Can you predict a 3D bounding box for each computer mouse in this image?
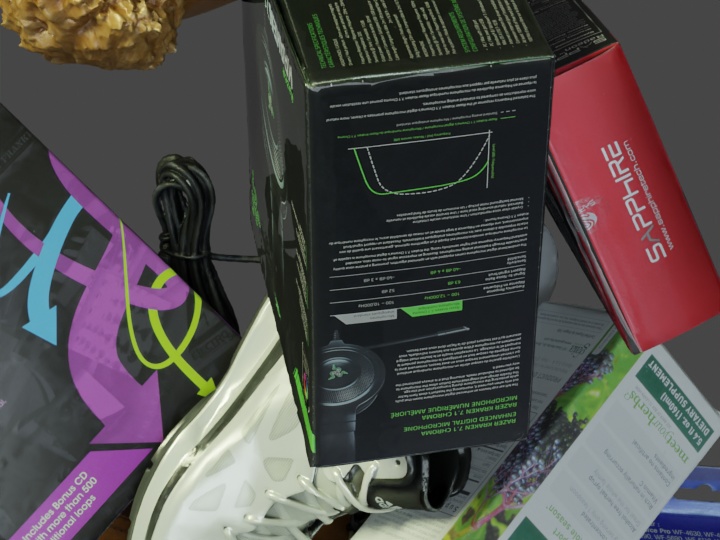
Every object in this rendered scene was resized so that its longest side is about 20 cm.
[{"bbox_3d":[0.000,0.000,1.005,0.199,0.044,0.110,0,108,-7],"label":"computer mouse"}]

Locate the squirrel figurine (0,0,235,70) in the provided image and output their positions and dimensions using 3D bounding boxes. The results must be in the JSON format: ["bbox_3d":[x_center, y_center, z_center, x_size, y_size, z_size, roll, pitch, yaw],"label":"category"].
[{"bbox_3d":[-0.105,-0.189,0.841,0.141,0.200,0.187,5,121,-1],"label":"squirrel figurine"}]

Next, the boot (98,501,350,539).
[{"bbox_3d":[-0.086,0.112,1.023,0.199,0.068,0.189,-1,107,-9],"label":"boot"}]

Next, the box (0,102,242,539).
[{"bbox_3d":[-0.161,0.024,0.936,0.200,0.036,0.143,45,80,-20],"label":"box"}]

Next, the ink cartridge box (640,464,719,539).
[{"bbox_3d":[0.169,0.199,1.099,0.099,0.039,0.200,3,108,-7],"label":"ink cartridge box"}]

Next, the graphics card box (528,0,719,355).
[{"bbox_3d":[0.095,-0.058,0.912,0.051,0.200,0.126,-26,109,3],"label":"graphics card box"}]

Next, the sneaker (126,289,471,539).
[{"bbox_3d":[-0.026,0.098,0.938,0.076,0.115,0.201,22,99,-50],"label":"sneaker"}]

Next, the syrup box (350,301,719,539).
[{"bbox_3d":[0.068,0.115,0.960,0.200,0.081,0.079,-50,116,-17],"label":"syrup box"}]

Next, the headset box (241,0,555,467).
[{"bbox_3d":[0.008,-0.045,0.844,0.093,0.174,0.200,-7,130,-8],"label":"headset box"}]

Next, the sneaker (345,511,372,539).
[{"bbox_3d":[0.013,0.143,1.020,0.080,0.074,0.200,39,76,-29],"label":"sneaker"}]
